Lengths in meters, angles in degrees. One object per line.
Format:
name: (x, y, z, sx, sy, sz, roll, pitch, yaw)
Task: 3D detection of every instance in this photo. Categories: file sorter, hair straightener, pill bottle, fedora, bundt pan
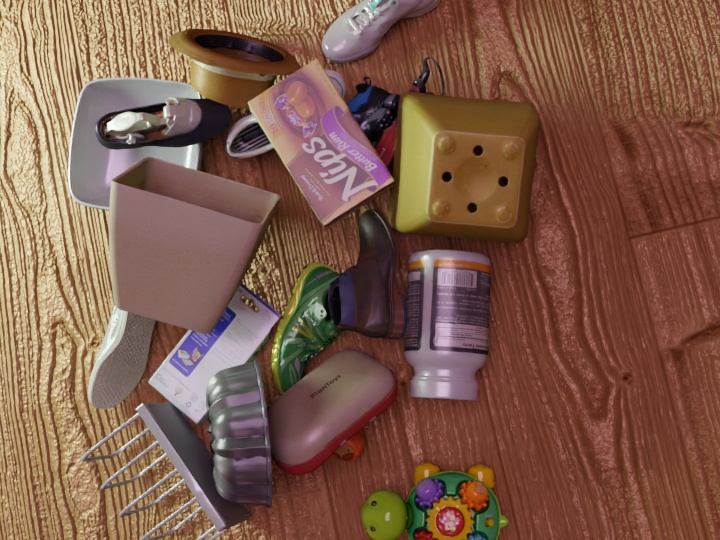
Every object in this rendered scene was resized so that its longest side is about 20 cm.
file sorter: (-0.270, 0.302, 1.500, 0.124, 0.139, 0.200, -38, 79, 4)
hair straightener: (0.070, -0.211, 1.560, 0.041, 0.077, 0.201, 28, 101, 34)
pill bottle: (0.119, 0.077, 1.489, 0.116, 0.116, 0.201, 2, 83, 8)
fedora: (-0.184, -0.287, 1.561, 0.200, 0.201, 0.082, 22, 114, 10)
bundt pan: (-0.167, 0.224, 1.457, 0.075, 0.202, 0.203, -5, 81, -11)

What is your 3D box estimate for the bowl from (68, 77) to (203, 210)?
bowl: (-0.326, -0.179, 1.604, 0.199, 0.075, 0.201, 4, 83, 7)

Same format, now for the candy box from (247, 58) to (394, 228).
candy box: (-0.054, -0.172, 1.479, 0.116, 0.056, 0.201, -31, 87, -1)

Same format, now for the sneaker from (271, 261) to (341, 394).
sneaker: (-0.072, 0.088, 1.533, 0.083, 0.074, 0.201, 16, 84, 13)

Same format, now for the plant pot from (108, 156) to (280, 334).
plant pot: (-0.238, -0.029, 1.466, 0.199, 0.200, 0.178, 17, 105, -2)

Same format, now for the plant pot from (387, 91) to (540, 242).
plant pot: (0.144, -0.130, 1.435, 0.194, 0.200, 0.195, 5, 101, -2)

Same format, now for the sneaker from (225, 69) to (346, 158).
sneaker: (-0.107, -0.214, 1.544, 0.199, 0.071, 0.073, -30, 114, 20)

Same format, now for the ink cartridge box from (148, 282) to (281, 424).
ink cartridge box: (-0.208, 0.115, 1.566, 0.099, 0.039, 0.200, 39, 90, 11)

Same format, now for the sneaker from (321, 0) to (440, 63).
sneaker: (0.025, -0.382, 1.578, 0.200, 0.088, 0.075, -34, 81, 2)

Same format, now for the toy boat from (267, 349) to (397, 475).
toy boat: (-0.034, 0.213, 1.494, 0.200, 0.131, 0.130, -36, 33, -21)

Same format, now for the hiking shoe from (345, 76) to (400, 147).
hiking shoe: (-0.021, -0.188, 1.567, 0.087, 0.075, 0.200, 33, 72, 27)

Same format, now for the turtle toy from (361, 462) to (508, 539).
turtle toy: (0.101, 0.336, 1.462, 0.199, 0.101, 0.147, 1, 82, 8)

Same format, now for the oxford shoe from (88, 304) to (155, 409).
oxford shoe: (-0.348, 0.107, 1.580, 0.058, 0.075, 0.201, 24, 95, 51)

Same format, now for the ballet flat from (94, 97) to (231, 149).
ballet flat: (-0.285, -0.210, 1.532, 0.199, 0.073, 0.074, -7, 81, 6)

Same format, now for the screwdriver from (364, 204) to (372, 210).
screwdriver: (-0.031, -0.146, 1.590, 0.200, 0.028, 0.029, 44, 61, 5)

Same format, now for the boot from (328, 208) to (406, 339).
boot: (0.000, 0.000, 1.508, 0.096, 0.075, 0.201, 2, 61, -26)
